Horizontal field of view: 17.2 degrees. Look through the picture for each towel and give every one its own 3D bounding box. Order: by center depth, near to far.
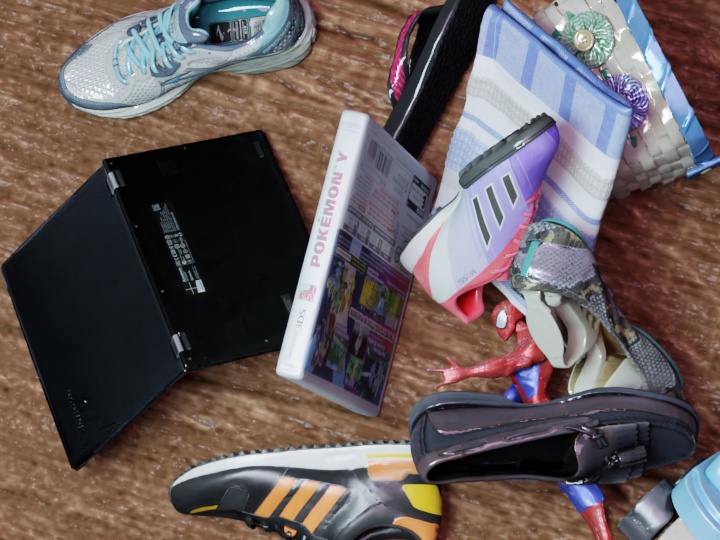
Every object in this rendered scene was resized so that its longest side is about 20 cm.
[{"bbox_3d":[0.115,-0.070,1.652,0.024,0.201,0.147,-19,49,-36],"label":"towel"}]

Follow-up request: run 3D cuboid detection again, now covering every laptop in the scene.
[{"bbox_3d":[-0.140,0.019,1.744,0.199,0.116,0.188,-13,60,-21],"label":"laptop"}]

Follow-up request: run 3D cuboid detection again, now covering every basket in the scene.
[{"bbox_3d":[0.216,-0.144,1.670,0.199,0.139,0.177,-29,77,2],"label":"basket"}]

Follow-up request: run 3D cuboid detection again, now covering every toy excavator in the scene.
[{"bbox_3d":[0.299,0.130,1.624,0.100,0.194,0.200,48,119,13],"label":"toy excavator"}]

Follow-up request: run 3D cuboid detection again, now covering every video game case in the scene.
[{"bbox_3d":[0.000,0.000,1.652,0.023,0.200,0.183,12,83,17],"label":"video game case"}]

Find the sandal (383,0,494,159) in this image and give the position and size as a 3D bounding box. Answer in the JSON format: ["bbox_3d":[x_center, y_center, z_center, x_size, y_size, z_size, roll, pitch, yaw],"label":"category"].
[{"bbox_3d":[0.041,-0.144,1.737,0.045,0.075,0.201,27,88,24],"label":"sandal"}]

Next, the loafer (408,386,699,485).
[{"bbox_3d":[0.131,0.123,1.607,0.199,0.072,0.063,1,39,2],"label":"loafer"}]

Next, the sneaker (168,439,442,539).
[{"bbox_3d":[-0.039,0.174,1.695,0.199,0.070,0.091,-7,77,6],"label":"sneaker"}]

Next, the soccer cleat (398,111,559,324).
[{"bbox_3d":[0.095,-0.036,1.625,0.068,0.200,0.073,-32,79,-36],"label":"soccer cleat"}]

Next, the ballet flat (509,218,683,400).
[{"bbox_3d":[0.156,0.050,1.631,0.072,0.200,0.072,-22,40,20],"label":"ballet flat"}]

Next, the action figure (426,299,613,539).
[{"bbox_3d":[0.111,0.122,1.681,0.098,0.065,0.201,-15,79,-3],"label":"action figure"}]

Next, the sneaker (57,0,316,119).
[{"bbox_3d":[-0.136,-0.174,1.761,0.199,0.086,0.078,-18,77,6],"label":"sneaker"}]
